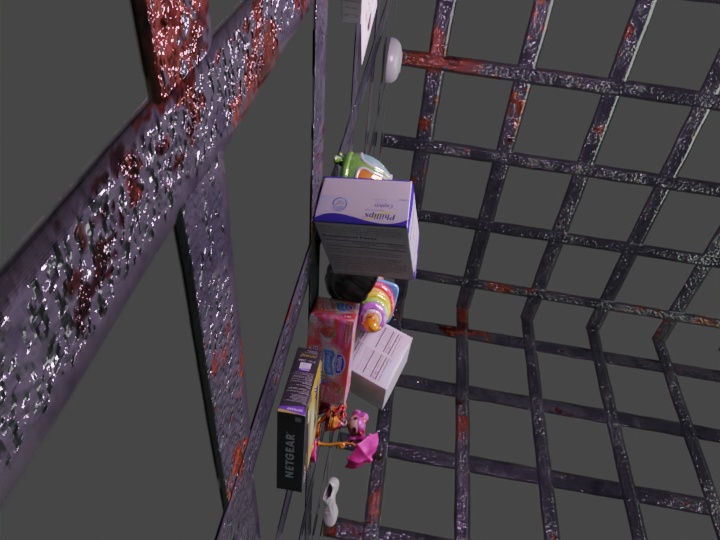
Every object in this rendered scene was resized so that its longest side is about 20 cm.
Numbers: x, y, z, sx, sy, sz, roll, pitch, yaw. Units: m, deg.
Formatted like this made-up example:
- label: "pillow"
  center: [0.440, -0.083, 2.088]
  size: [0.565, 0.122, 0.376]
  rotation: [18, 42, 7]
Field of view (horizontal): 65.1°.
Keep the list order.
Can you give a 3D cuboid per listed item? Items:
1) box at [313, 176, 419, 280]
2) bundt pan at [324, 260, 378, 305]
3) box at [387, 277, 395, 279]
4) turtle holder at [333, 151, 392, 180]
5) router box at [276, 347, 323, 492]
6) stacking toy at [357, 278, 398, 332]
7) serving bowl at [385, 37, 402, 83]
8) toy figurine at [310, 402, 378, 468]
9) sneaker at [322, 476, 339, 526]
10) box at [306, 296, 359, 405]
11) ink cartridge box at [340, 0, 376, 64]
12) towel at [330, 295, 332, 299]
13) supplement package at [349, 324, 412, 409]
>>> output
- label: "box"
  center: [0.020, -0.079, 1.108]
  size: [0.201, 0.178, 0.108]
  rotation: [73, 25, -60]
- label: "bundt pan"
  center: [-0.019, -0.017, 1.290]
  size: [0.203, 0.074, 0.205]
  rotation: [-51, -156, 33]
- label: "box"
  center: [0.062, -0.088, 1.950]
  size: [0.200, 0.193, 0.126]
  rotation: [96, 4, -47]
- label: "turtle holder"
  center: [0.003, -0.180, 1.250]
  size: [0.186, 0.127, 0.146]
  rotation: [85, 13, -76]
- label: "router box"
  center: [-0.111, 0.272, 1.033]
  size: [0.159, 0.050, 0.205]
  rotation: [-77, 174, -56]
- label: "stacking toy"
  center: [0.028, 0.097, 1.276]
  size: [0.201, 0.113, 0.113]
  rotation: [-86, -168, -73]
- label: "serving bowl"
  center: [0.160, -0.983, 2.654]
  size: [0.200, 0.064, 0.207]
  rotation: [10, 89, -87]
- label: "toy figurine"
  center: [-0.048, 0.361, 1.262]
  size: [0.152, 0.178, 0.205]
  rotation: [94, 5, -60]
- label: "sneaker"
  center: [-0.139, 1.009, 2.446]
  size: [0.088, 0.073, 0.207]
  rotation: [28, 64, -73]
- label: "box"
  center: [-0.063, 0.174, 1.220]
  size: [0.095, 0.099, 0.206]
  rotation: [-73, 172, -69]
- label: "ink cartridge box"
  center: [0.000, -0.528, 1.063]
  size: [0.178, 0.043, 0.205]
  rotation: [92, 7, -56]
- label: "towel"
  center: [-0.067, 0.080, 1.613]
  size: [0.150, 0.023, 0.203]
  rotation: [94, 5, -45]
- label: "supplement package"
  center: [0.007, 0.214, 1.418]
  size: [0.152, 0.196, 0.153]
  rotation: [-57, 166, -27]
